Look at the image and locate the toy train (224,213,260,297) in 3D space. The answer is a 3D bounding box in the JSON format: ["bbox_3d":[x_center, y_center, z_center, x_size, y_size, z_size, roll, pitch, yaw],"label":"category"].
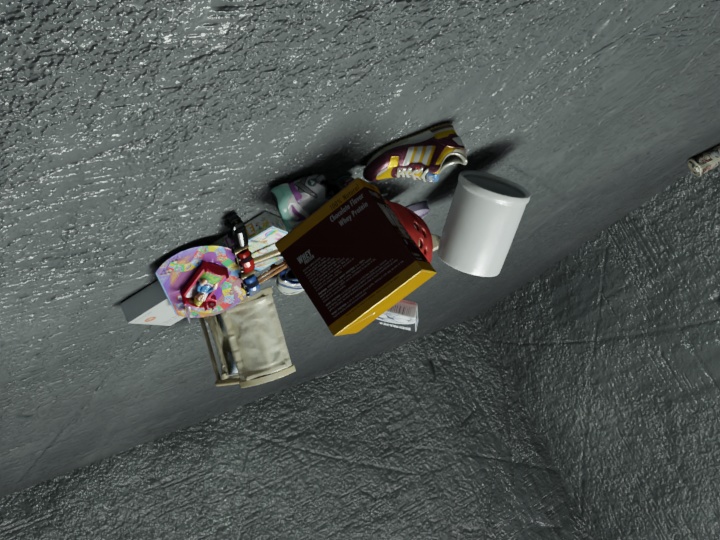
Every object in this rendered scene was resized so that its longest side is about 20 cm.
[{"bbox_3d":[-0.218,-0.021,1.392,0.034,0.046,0.201,-31,140,-23],"label":"toy train"}]

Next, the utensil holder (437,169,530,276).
[{"bbox_3d":[0.281,-0.108,1.701,0.170,0.170,0.201,-11,123,-47],"label":"utensil holder"}]

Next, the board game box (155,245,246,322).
[{"bbox_3d":[-0.299,0.037,1.430,0.157,0.039,0.200,-17,140,-7],"label":"board game box"}]

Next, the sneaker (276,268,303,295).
[{"bbox_3d":[-0.108,0.002,1.784,0.199,0.076,0.088,-24,166,-10],"label":"sneaker"}]

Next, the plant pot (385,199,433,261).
[{"bbox_3d":[0.038,-0.058,1.574,0.200,0.201,0.182,-29,161,15],"label":"plant pot"}]

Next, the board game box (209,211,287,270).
[{"bbox_3d":[-0.199,-0.055,1.497,0.134,0.034,0.200,-29,166,12],"label":"board game box"}]

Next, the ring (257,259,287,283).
[{"bbox_3d":[-0.210,0.008,1.602,0.200,0.019,0.200,-30,-174,4],"label":"ring"}]

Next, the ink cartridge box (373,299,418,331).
[{"bbox_3d":[0.038,0.096,1.724,0.197,0.044,0.200,13,166,9],"label":"ink cartridge box"}]

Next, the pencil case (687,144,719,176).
[{"bbox_3d":[1.349,-0.428,2.800,0.199,0.078,0.089,-26,-175,1],"label":"pencil case"}]

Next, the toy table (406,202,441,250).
[{"bbox_3d":[0.098,-0.069,1.807,0.199,0.118,0.184,-31,166,15],"label":"toy table"}]

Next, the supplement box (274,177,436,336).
[{"bbox_3d":[-0.006,-0.022,1.330,0.197,0.200,0.133,-37,168,12],"label":"supplement box"}]

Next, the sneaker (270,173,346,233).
[{"bbox_3d":[-0.082,-0.121,1.375,0.139,0.078,0.200,-24,167,-4],"label":"sneaker"}]

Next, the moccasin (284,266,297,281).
[{"bbox_3d":[-0.075,-0.013,1.486,0.200,0.081,0.068,-32,171,41],"label":"moccasin"}]

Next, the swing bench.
[{"bbox_3d":[-0.268,0.156,1.693,0.129,0.200,0.200,-18,-176,-32],"label":"swing bench"}]

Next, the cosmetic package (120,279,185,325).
[{"bbox_3d":[-0.372,0.047,1.532,0.199,0.052,0.151,-30,163,15],"label":"cosmetic package"}]

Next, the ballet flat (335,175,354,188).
[{"bbox_3d":[-0.061,-0.110,1.466,0.069,0.071,0.200,-11,160,-41],"label":"ballet flat"}]

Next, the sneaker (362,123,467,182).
[{"bbox_3d":[0.104,-0.201,1.386,0.199,0.090,0.075,-26,166,-3],"label":"sneaker"}]

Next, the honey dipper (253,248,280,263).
[{"bbox_3d":[-0.202,-0.021,1.466,0.199,0.038,0.038,-23,166,-7],"label":"honey dipper"}]
